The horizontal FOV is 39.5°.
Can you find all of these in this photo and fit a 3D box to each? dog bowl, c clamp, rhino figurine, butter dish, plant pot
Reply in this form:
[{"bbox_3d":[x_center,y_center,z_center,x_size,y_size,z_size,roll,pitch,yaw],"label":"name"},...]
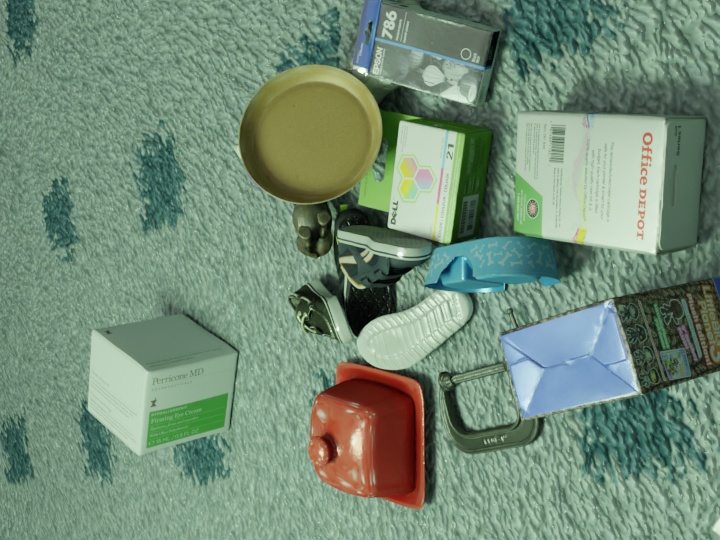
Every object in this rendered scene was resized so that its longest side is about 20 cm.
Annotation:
[{"bbox_3d":[0.161,-0.006,1.251,0.200,0.111,0.050,-12,74,58],"label":"dog bowl"},{"bbox_3d":[0.170,0.159,1.344,0.200,0.027,0.171,-30,79,46],"label":"c clamp"},{"bbox_3d":[-0.075,-0.107,1.509,0.088,0.060,0.200,87,177,-57],"label":"rhino figurine"},{"bbox_3d":[-0.012,0.251,1.473,0.200,0.148,0.200,9,104,48],"label":"butter dish"},{"bbox_3d":[-0.067,-0.183,1.372,0.199,0.027,0.201,-2,77,8],"label":"plant pot"}]

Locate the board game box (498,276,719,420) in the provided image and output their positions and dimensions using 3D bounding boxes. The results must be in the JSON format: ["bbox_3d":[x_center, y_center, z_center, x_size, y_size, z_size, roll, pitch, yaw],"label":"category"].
[{"bbox_3d":[0.278,0.082,1.063,0.159,0.200,0.097,-24,78,48],"label":"board game box"}]

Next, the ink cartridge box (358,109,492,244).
[{"bbox_3d":[0.065,-0.130,1.342,0.200,0.076,0.148,17,109,33],"label":"ink cartridge box"}]

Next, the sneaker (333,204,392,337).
[{"bbox_3d":[0.000,0.000,1.496,0.083,0.071,0.201,-167,69,-78],"label":"sneaker"}]

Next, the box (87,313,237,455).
[{"bbox_3d":[-0.363,0.202,1.835,0.200,0.199,0.172,26,116,42],"label":"box"}]

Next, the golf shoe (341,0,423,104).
[{"bbox_3d":[0.038,-0.275,1.381,0.097,0.078,0.200,46,130,26],"label":"golf shoe"}]

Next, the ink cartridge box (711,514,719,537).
[{"bbox_3d":[0.458,0.222,0.968,0.145,0.085,0.200,43,128,36],"label":"ink cartridge box"}]

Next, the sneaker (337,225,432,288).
[{"bbox_3d":[0.035,-0.013,1.363,0.200,0.078,0.080,17,112,62],"label":"sneaker"}]

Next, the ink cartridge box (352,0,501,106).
[{"bbox_3d":[0.076,-0.287,1.303,0.200,0.039,0.100,20,114,22],"label":"ink cartridge box"}]

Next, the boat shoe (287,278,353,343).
[{"bbox_3d":[-0.063,0.070,1.509,0.200,0.064,0.071,-140,29,-69],"label":"boat shoe"}]

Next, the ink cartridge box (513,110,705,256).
[{"bbox_3d":[0.274,-0.104,1.124,0.200,0.084,0.145,13,106,48],"label":"ink cartridge box"}]

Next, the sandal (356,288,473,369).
[{"bbox_3d":[0.083,0.083,1.414,0.202,0.050,0.083,-28,90,35],"label":"sandal"}]

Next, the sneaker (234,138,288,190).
[{"bbox_3d":[-0.130,-0.160,1.492,0.200,0.080,0.089,-172,66,-74],"label":"sneaker"}]
